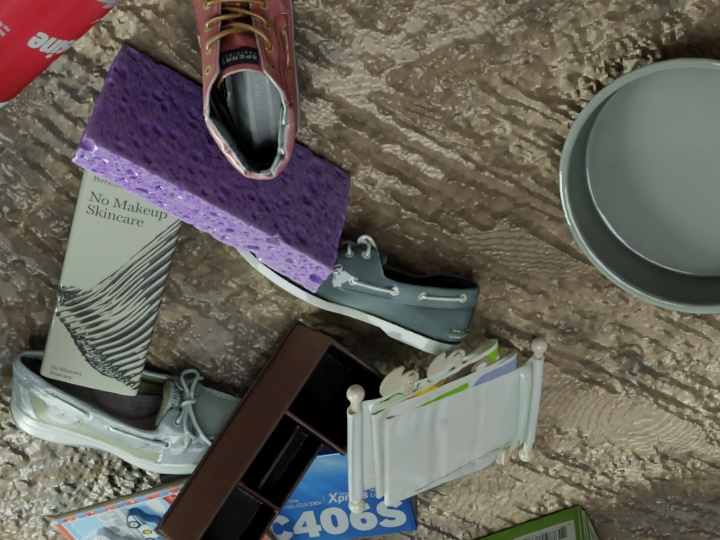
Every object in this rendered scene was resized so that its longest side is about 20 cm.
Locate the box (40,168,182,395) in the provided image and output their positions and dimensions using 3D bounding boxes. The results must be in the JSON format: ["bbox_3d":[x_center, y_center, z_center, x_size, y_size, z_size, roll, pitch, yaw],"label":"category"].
[{"bbox_3d":[-0.183,-0.007,1.380,0.082,0.068,0.201,12,124,-7],"label":"box"}]

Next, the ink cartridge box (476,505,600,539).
[{"bbox_3d":[0.163,0.317,1.589,0.147,0.076,0.200,-21,120,15],"label":"ink cartridge box"}]

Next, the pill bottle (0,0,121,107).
[{"bbox_3d":[-0.248,-0.180,1.239,0.200,0.112,0.112,-37,116,23],"label":"pill bottle"}]

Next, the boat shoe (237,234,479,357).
[{"bbox_3d":[0.000,0.000,1.389,0.199,0.073,0.062,25,108,-18],"label":"boat shoe"}]

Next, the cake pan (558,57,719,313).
[{"bbox_3d":[0.244,-0.065,1.323,0.199,0.037,0.201,8,119,15],"label":"cake pan"}]

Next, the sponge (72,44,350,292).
[{"bbox_3d":[-0.101,-0.073,1.308,0.200,0.112,0.030,29,131,-17],"label":"sponge"}]

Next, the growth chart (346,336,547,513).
[{"bbox_3d":[0.069,0.116,1.431,0.199,0.018,0.145,-14,128,-31],"label":"growth chart"}]

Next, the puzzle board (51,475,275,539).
[{"bbox_3d":[-0.142,0.244,1.528,0.150,0.017,0.200,-18,135,16],"label":"puzzle board"}]

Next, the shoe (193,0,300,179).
[{"bbox_3d":[-0.078,-0.164,1.243,0.071,0.091,0.201,-9,112,2],"label":"shoe"}]

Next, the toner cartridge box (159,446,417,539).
[{"bbox_3d":[-0.058,0.180,1.521,0.199,0.043,0.095,-9,123,7],"label":"toner cartridge box"}]

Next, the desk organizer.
[{"bbox_3d":[-0.066,0.143,1.415,0.072,0.077,0.200,37,82,-22],"label":"desk organizer"}]

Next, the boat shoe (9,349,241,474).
[{"bbox_3d":[-0.178,0.107,1.453,0.201,0.075,0.065,13,137,1],"label":"boat shoe"}]
